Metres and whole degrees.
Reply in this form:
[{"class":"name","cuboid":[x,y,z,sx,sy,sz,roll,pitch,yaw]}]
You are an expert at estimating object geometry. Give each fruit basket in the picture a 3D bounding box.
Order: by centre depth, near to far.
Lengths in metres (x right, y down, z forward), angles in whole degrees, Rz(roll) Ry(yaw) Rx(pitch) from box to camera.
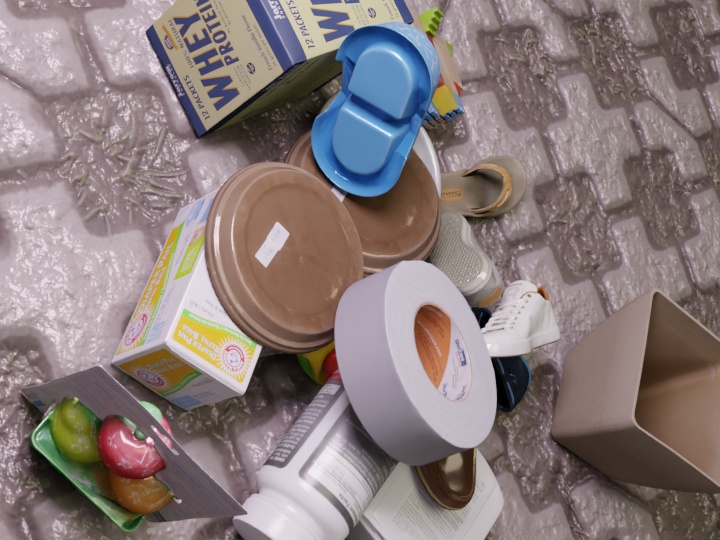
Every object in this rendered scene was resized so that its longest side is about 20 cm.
[{"class":"fruit basket","cuboid":[-0.205,0.155,1.045,0.185,0.199,0.094,48,51,-16]}]

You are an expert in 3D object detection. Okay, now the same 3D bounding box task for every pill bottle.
[{"class":"pill bottle","cuboid":[-0.036,0.209,1.213,0.114,0.114,0.200,47,64,-17]}]

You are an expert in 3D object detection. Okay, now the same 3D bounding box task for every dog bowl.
[{"class":"dog bowl","cuboid":[0.020,-0.174,1.237,0.111,0.201,0.050,31,40,12]}]

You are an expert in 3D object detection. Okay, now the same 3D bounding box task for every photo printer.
[{"class":"photo printer","cuboid":[0.074,0.263,1.331,0.167,0.069,0.200,51,49,-12]}]

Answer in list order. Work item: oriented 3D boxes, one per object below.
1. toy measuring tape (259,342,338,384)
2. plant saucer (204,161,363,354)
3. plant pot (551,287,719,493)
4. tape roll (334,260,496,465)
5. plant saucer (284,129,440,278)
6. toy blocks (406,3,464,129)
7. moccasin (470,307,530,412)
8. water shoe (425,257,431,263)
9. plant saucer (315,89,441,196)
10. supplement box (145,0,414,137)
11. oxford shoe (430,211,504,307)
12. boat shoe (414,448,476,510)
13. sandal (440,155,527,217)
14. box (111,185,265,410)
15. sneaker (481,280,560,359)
[{"class":"toy measuring tape","cuboid":[-0.066,0.101,1.283,0.199,0.073,0.074,-15,85,-28]},{"class":"plant saucer","cuboid":[-0.069,-0.016,1.187,0.199,0.029,0.202,13,69,-38]},{"class":"plant pot","cuboid":[0.367,0.175,1.540,0.199,0.177,0.201,35,54,-25]},{"class":"tape roll","cuboid":[0.059,0.093,1.192,0.200,0.066,0.202,36,43,-41]},{"class":"plant saucer","cuboid":[0.006,-0.086,1.325,0.198,0.029,0.202,10,63,-20]},{"class":"toy blocks","cuboid":[0.082,-0.245,1.479,0.200,0.099,0.138,18,50,-65]},{"class":"moccasin","cuboid":[0.145,0.097,1.444,0.200,0.080,0.068,42,50,-20]},{"class":"water shoe","cuboid":[0.000,0.000,1.351,0.199,0.071,0.080,1,92,-41]},{"class":"plant saucer","cuboid":[0.011,-0.124,1.430,0.199,0.050,0.202,16,64,-36]},{"class":"supplement box","cuboid":[-0.091,-0.270,1.293,0.199,0.199,0.135,-29,92,-41]},{"class":"oxford shoe","cuboid":[0.121,-0.012,1.421,0.058,0.075,0.200,45,8,-28]},{"class":"boat shoe","cuboid":[0.096,0.163,1.300,0.071,0.068,0.202,9,59,-28]},{"class":"sandal","cuboid":[0.162,-0.111,1.551,0.199,0.054,0.081,-13,84,-42]},{"class":"box","cuboid":[-0.153,0.027,1.193,0.101,0.112,0.201,36,54,-27]},{"class":"sneaker","cuboid":[0.174,0.059,1.391,0.200,0.072,0.085,-13,93,-60]}]
